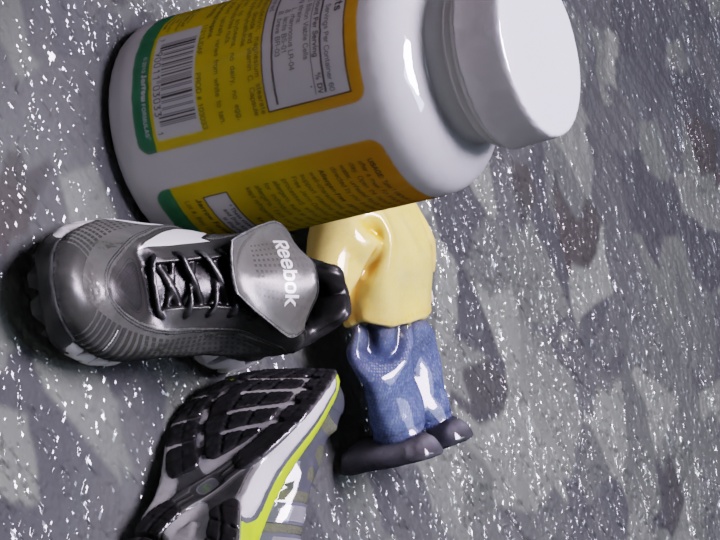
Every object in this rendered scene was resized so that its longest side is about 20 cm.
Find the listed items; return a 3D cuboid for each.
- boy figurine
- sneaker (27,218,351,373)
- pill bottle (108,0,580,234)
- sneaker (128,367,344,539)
[{"bbox_3d":[0.000,0.000,1.515,0.124,0.064,0.201,-25,100,-62],"label":"boy figurine"},{"bbox_3d":[-0.069,0.006,1.348,0.200,0.090,0.067,11,68,-61],"label":"sneaker"},{"bbox_3d":[-0.006,-0.082,1.387,0.113,0.199,0.113,35,49,-53],"label":"pill bottle"},{"bbox_3d":[-0.055,0.118,1.366,0.200,0.073,0.081,-60,141,-45],"label":"sneaker"}]
